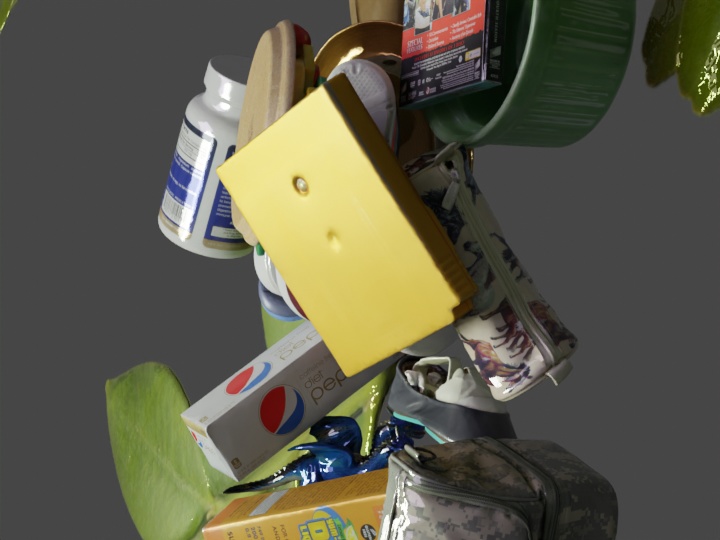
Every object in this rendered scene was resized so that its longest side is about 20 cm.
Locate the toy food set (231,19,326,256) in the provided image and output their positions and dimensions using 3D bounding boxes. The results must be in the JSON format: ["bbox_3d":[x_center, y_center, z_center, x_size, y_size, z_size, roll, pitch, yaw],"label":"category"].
[{"bbox_3d":[-0.072,-0.112,1.553,0.198,0.048,0.201,-98,20,-56],"label":"toy food set"}]

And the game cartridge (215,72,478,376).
[{"bbox_3d":[-0.011,-0.030,1.395,0.201,0.032,0.176,57,143,-2],"label":"game cartridge"}]

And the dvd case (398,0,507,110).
[{"bbox_3d":[0.074,-0.232,1.407,0.146,0.022,0.201,171,103,-65],"label":"dvd case"}]

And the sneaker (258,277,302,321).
[{"bbox_3d":[-0.054,0.005,1.758,0.200,0.074,0.083,-66,-5,-61],"label":"sneaker"}]

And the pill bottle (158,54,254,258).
[{"bbox_3d":[-0.143,-0.124,1.978,0.116,0.115,0.201,-123,46,-54],"label":"pill bottle"}]

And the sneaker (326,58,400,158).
[{"bbox_3d":[0.007,-0.071,1.478,0.082,0.077,0.201,-39,-45,-74],"label":"sneaker"}]

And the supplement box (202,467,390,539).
[{"bbox_3d":[-0.036,0.225,1.594,0.199,0.069,0.067,-16,100,28],"label":"supplement box"}]

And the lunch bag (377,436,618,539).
[{"bbox_3d":[0.080,0.228,1.349,0.139,0.167,0.201,-142,61,-62],"label":"lunch bag"}]

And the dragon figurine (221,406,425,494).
[{"bbox_3d":[-0.028,0.167,1.640,0.059,0.199,0.100,-53,-38,-55],"label":"dragon figurine"}]

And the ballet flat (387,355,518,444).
[{"bbox_3d":[0.077,0.108,1.505,0.200,0.073,0.074,-157,75,-67],"label":"ballet flat"}]

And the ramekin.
[{"bbox_3d":[0.129,-0.189,1.421,0.200,0.097,0.201,-174,90,-66],"label":"ramekin"}]

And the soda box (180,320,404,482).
[{"bbox_3d":[-0.060,0.103,1.656,0.064,0.200,0.068,59,163,-19],"label":"soda box"}]

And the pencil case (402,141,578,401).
[{"bbox_3d":[0.090,0.001,1.389,0.201,0.078,0.089,59,166,-1],"label":"pencil case"}]

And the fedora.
[{"bbox_3d":[0.007,-0.121,1.602,0.200,0.082,0.202,19,119,38],"label":"fedora"}]

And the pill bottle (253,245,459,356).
[{"bbox_3d":[0.000,0.000,1.585,0.199,0.113,0.114,16,100,49],"label":"pill bottle"}]

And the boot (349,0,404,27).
[{"bbox_3d":[0.007,-0.201,1.738,0.175,0.066,0.201,-28,59,47],"label":"boot"}]
